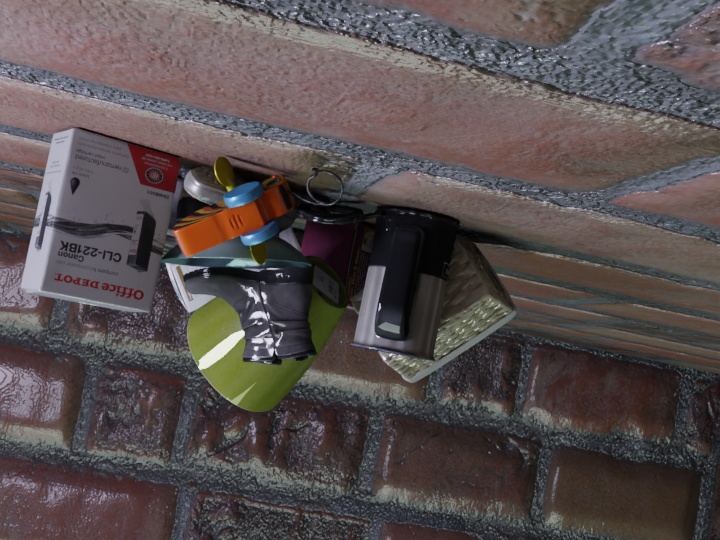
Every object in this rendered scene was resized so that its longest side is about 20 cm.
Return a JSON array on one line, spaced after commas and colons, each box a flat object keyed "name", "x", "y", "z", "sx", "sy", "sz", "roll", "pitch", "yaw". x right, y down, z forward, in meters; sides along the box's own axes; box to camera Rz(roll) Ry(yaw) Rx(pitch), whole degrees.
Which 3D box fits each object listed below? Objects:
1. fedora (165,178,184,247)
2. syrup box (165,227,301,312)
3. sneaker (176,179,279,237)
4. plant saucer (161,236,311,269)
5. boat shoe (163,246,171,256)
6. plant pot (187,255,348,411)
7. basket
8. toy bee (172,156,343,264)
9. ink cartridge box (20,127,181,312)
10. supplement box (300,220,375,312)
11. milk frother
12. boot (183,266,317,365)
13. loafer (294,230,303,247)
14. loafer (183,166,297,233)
[{"name": "fedora", "x": -0.284, "y": -0.088, "z": 1.448, "sx": 0.199, "sy": 0.091, "sz": 0.177, "roll": 17, "pitch": 172, "yaw": -37}, {"name": "syrup box", "x": -0.197, "y": -0.013, "z": 1.570, "sx": 0.199, "sy": 0.082, "sz": 0.079, "roll": -24, "pitch": -166, "yaw": -12}, {"name": "sneaker", "x": -0.176, "y": -0.080, "z": 1.391, "sx": 0.078, "sy": 0.080, "sz": 0.200, "roll": -1, "pitch": 174, "yaw": 27}, {"name": "plant saucer", "x": -0.164, "y": -0.027, "z": 1.330, "sx": 0.200, "sy": 0.039, "sz": 0.201, "roll": 1, "pitch": 176, "yaw": 0}, {"name": "boat shoe", "x": -0.277, "y": -0.085, "z": 1.596, "sx": 0.199, "sy": 0.074, "sz": 0.074, "roll": -19, "pitch": 149, "yaw": 37}, {"name": "plant pot", "x": -0.117, "y": 0.073, "z": 1.464, "sx": 0.200, "sy": 0.188, "sz": 0.187, "roll": -40, "pitch": 148, "yaw": 24}, {"name": "basket", "x": 0.103, "y": 0.052, "z": 1.460, "sx": 0.200, "sy": 0.136, "sz": 0.123, "roll": -35, "pitch": 156, "yaw": 12}, {"name": "toy bee", "x": -0.120, "y": -0.072, "z": 1.203, "sx": 0.199, "sy": 0.132, "sz": 0.109, "roll": 0, "pitch": -160, "yaw": -1}, {"name": "ink cartridge box", "x": -0.318, "y": -0.057, "z": 1.237, "sx": 0.144, "sy": 0.201, "sz": 0.084, "roll": 14, "pitch": 175, "yaw": -33}, {"name": "supplement box", "x": 0.000, "y": 0.000, "z": 1.596, "sx": 0.103, "sy": 0.132, "sz": 0.200, "roll": 7, "pitch": 173, "yaw": 35}, {"name": "milk frother", "x": 0.011, "y": 0.008, "z": 1.335, "sx": 0.199, "sy": 0.189, "sz": 0.180, "roll": 8, "pitch": 174, "yaw": 26}, {"name": "boot", "x": -0.155, "y": 0.062, "z": 1.364, "sx": 0.199, "sy": 0.132, "sz": 0.070, "roll": -1, "pitch": 177, "yaw": 25}, {"name": "loafer", "x": -0.091, "y": -0.032, "z": 1.858, "sx": 0.072, "sy": 0.063, "sz": 0.200, "roll": 42, "pitch": 168, "yaw": 22}, {"name": "loafer", "x": -0.157, "y": -0.081, "z": 1.294, "sx": 0.070, "sy": 0.070, "sz": 0.200, "roll": 48, "pitch": -163, "yaw": 33}]
